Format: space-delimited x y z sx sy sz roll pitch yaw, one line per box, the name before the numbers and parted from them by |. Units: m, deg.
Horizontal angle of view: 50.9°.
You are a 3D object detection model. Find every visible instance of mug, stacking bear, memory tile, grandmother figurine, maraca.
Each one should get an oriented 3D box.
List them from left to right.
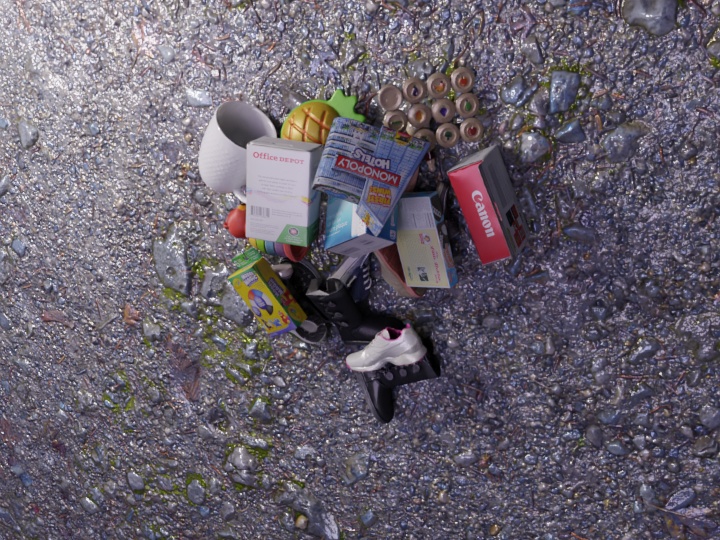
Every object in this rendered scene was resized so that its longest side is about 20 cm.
mug | -0.272 -0.241 1.681 0.201 0.146 0.176 56 135 15
stacking bear | -0.219 -0.098 1.748 0.197 0.122 0.115 16 125 20
maraca | -0.082 -0.300 1.609 0.198 0.107 0.139 -24 93 19
grandmother figurine | 0.103 -0.238 1.580 0.119 0.061 0.203 16 119 7
memory tile | 0.141 -0.313 1.506 0.196 0.017 0.156 -12 112 3

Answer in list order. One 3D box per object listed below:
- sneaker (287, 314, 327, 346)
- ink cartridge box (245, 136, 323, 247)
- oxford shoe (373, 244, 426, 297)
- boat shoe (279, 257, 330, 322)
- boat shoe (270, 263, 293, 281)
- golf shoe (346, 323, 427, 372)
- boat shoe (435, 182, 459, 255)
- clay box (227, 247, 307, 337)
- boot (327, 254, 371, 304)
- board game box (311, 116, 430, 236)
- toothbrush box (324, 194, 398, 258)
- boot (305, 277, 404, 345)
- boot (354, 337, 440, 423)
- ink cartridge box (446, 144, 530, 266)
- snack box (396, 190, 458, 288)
sneaker | -0.156 0.136 1.832 0.198 0.077 0.089 29 159 31
ink cartridge box | -0.159 -0.166 1.574 0.143 0.088 0.203 9 113 13
oxford shoe | 0.062 -0.012 1.660 0.073 0.071 0.201 -15 119 43
boat shoe | -0.121 0.040 1.785 0.200 0.057 0.069 44 120 4
boat shoe | -0.210 0.040 1.786 0.199 0.074 0.094 -3 105 57
golf shoe | 0.049 0.170 1.689 0.197 0.075 0.093 -15 109 25
boat shoe | 0.179 -0.088 1.600 0.064 0.072 0.203 10 117 13
clay box | -0.219 0.051 1.713 0.114 0.048 0.201 -22 109 49
boot | 0.000 0.000 1.720 0.090 0.073 0.200 35 123 -9
board game box | 0.015 -0.180 1.458 0.197 0.203 0.062 18 161 -5
toothbrush box | 0.004 -0.144 1.563 0.145 0.084 0.204 -17 63 50
boot | -0.009 0.087 1.698 0.162 0.066 0.201 -12 132 22
boot | 0.102 0.260 1.767 0.198 0.066 0.167 -23 101 25
ink cartridge box | 0.251 -0.124 1.490 0.083 0.176 0.203 -17 102 28
snack box | 0.128 -0.062 1.575 0.115 0.037 0.203 2 115 41
